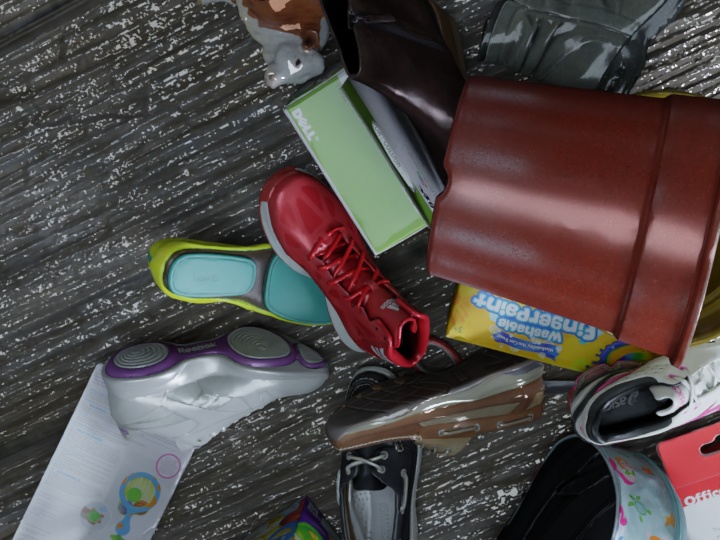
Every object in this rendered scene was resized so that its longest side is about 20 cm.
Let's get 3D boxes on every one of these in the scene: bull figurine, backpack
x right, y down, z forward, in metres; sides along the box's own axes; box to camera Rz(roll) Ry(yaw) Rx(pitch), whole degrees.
[{"bbox_3d":[-0.066,-0.250,1.433,0.121,0.065,0.201,17,86,1],"label":"bull figurine"},{"bbox_3d":[0.199,0.250,1.501,0.150,0.178,0.201,17,109,-20],"label":"backpack"}]

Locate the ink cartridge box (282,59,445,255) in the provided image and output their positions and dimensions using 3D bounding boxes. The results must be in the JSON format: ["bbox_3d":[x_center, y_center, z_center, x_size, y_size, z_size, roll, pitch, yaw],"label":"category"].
[{"bbox_3d":[0.003,-0.090,1.413,0.076,0.200,0.148,-30,100,13],"label":"ink cartridge box"}]

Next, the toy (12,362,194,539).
[{"bbox_3d":[-0.233,0.195,1.585,0.115,0.047,0.201,26,88,-17],"label":"toy"}]

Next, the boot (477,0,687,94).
[{"bbox_3d":[0.182,-0.222,1.327,0.130,0.068,0.201,33,88,5],"label":"boot"}]

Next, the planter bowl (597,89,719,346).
[{"bbox_3d":[0.238,-0.039,1.388,0.199,0.083,0.202,0,89,2],"label":"planter bowl"}]

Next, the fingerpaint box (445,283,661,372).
[{"bbox_3d":[0.188,-0.004,1.484,0.199,0.073,0.168,15,106,1],"label":"fingerpaint box"}]

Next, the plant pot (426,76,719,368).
[{"bbox_3d":[0.156,-0.049,1.257,0.194,0.201,0.202,13,106,7],"label":"plant pot"}]

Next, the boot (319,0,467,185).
[{"bbox_3d":[0.040,-0.137,1.388,0.072,0.166,0.201,-28,70,32],"label":"boot"}]

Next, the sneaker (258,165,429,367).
[{"bbox_3d":[0.000,0.000,1.457,0.078,0.115,0.200,-46,123,-14],"label":"sneaker"}]

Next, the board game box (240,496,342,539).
[{"bbox_3d":[-0.069,0.301,1.526,0.105,0.200,0.103,-36,99,13],"label":"board game box"}]

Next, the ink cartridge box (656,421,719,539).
[{"bbox_3d":[0.342,0.213,1.531,0.116,0.067,0.201,-20,102,10],"label":"ink cartridge box"}]

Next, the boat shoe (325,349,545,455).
[{"bbox_3d":[0.070,0.127,1.505,0.199,0.076,0.072,-15,107,-5],"label":"boat shoe"}]

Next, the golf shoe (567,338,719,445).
[{"bbox_3d":[0.268,0.095,1.422,0.199,0.092,0.073,-25,103,7],"label":"golf shoe"}]

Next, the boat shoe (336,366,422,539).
[{"bbox_3d":[0.011,0.188,1.555,0.073,0.060,0.201,6,107,22],"label":"boat shoe"}]

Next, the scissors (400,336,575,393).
[{"bbox_3d":[0.130,0.110,1.554,0.199,0.014,0.074,12,104,1],"label":"scissors"}]

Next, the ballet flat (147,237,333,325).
[{"bbox_3d":[-0.096,0.003,1.509,0.199,0.067,0.067,10,101,-33],"label":"ballet flat"}]

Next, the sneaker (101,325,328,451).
[{"bbox_3d":[-0.127,0.107,1.547,0.199,0.075,0.100,-4,119,-4],"label":"sneaker"}]
